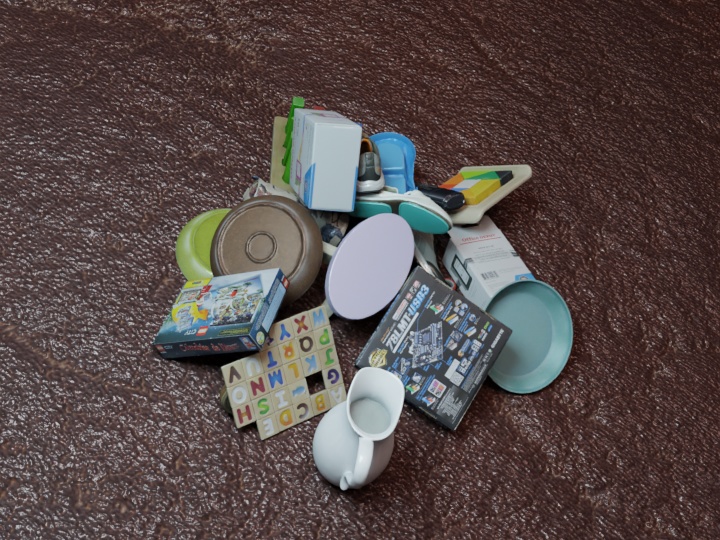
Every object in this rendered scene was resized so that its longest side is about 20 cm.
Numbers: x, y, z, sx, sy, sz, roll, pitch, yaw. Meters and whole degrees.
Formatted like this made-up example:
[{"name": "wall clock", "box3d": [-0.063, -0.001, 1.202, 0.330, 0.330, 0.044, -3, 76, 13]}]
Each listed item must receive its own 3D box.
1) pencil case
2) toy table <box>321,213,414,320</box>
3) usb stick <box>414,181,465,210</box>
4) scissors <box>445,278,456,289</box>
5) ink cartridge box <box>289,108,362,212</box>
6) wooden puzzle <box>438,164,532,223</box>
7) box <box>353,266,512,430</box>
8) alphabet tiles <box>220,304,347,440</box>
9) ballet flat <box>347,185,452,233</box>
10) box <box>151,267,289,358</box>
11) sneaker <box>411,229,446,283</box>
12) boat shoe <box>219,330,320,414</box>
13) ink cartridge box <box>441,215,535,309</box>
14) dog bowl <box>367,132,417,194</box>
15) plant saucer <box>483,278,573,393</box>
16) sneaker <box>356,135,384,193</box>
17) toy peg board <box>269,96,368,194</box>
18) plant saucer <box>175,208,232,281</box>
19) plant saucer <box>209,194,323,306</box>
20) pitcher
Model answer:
[{"name": "pencil case", "box3d": [-0.117, -0.100, 1.586, 0.198, 0.078, 0.090, 21, 25, -19]}, {"name": "toy table", "box3d": [0.000, 0.000, 1.516, 0.200, 0.117, 0.184, -44, 100, -22]}, {"name": "usb stick", "box3d": [0.123, -0.146, 1.680, 0.055, 0.033, 0.199, -19, 22, -28]}, {"name": "scissors", "box3d": [0.111, 0.073, 1.602, 0.199, 0.014, 0.073, -26, 68, -31]}, {"name": "ink cartridge box", "box3d": [-0.065, -0.196, 1.529, 0.084, 0.146, 0.200, 2, 16, -14]}, {"name": "wooden puzzle", "box3d": [0.211, -0.156, 1.716, 0.184, 0.038, 0.200, 4, 35, 45]}, {"name": "box", "box3d": [0.122, 0.130, 1.471, 0.197, 0.050, 0.201, 33, 80, 0]}, {"name": "alphabet tiles", "box3d": [-0.120, 0.165, 1.387, 0.199, 0.008, 0.169, -20, 104, -31]}, {"name": "ballet flat", "box3d": [0.070, -0.117, 1.539, 0.198, 0.070, 0.070, 12, 49, 13]}, {"name": "box", "box3d": [-0.221, 0.069, 1.392, 0.198, 0.038, 0.137, -8, 44, 31]}, {"name": "sneaker", "box3d": [0.119, -0.042, 1.623, 0.079, 0.074, 0.201, -20, 58, -8]}, {"name": "boat shoe", "box3d": [-0.153, 0.156, 1.420, 0.199, 0.073, 0.068, -34, 42, -28]}, {"name": "ink cartridge box", "box3d": [0.235, -0.008, 1.657, 0.115, 0.068, 0.201, -9, 49, -25]}, {"name": "dog bowl", "box3d": [0.051, -0.166, 1.638, 0.110, 0.050, 0.202, -3, 55, 3]}, {"name": "plant saucer", "box3d": [0.286, 0.115, 1.563, 0.198, 0.036, 0.203, -1, 93, -22]}, {"name": "sneaker", "box3d": [0.002, -0.211, 1.571, 0.073, 0.080, 0.201, -5, 30, -12]}, {"name": "toy peg board", "box3d": [-0.069, -0.235, 1.712, 0.197, 0.098, 0.202, 9, 53, -13]}, {"name": "plant saucer", "box3d": [-0.226, -0.038, 1.554, 0.198, 0.031, 0.202, 9, 53, -12]}, {"name": "plant saucer", "box3d": [-0.162, -0.036, 1.474, 0.198, 0.035, 0.203, -2, 76, 8]}, {"name": "pitcher", "box3d": [-0.008, 0.263, 1.296, 0.120, 0.201, 0.173, 20, 51, -4]}]
